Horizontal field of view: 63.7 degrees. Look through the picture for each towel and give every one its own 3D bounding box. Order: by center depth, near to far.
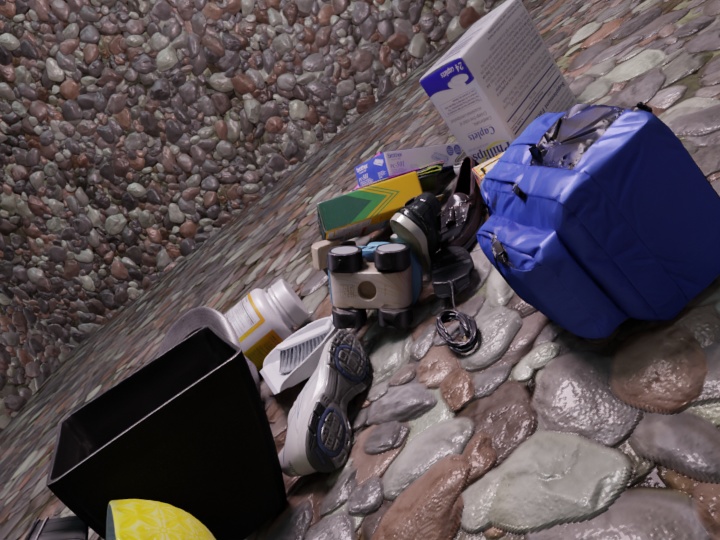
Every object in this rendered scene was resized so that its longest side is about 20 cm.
[{"bbox_3d":[0.050,-0.139,1.034,0.195,0.023,0.144,-19,-7,-4],"label":"towel"}]

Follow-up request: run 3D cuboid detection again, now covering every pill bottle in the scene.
[{"bbox_3d":[-0.183,0.109,0.961,0.199,0.110,0.109,-40,18,0],"label":"pill bottle"}]

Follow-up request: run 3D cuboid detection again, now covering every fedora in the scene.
[{"bbox_3d":[-0.209,0.162,0.841,0.176,0.090,0.202,-42,55,17],"label":"fedora"}]

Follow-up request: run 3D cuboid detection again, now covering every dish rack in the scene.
[{"bbox_3d":[-0.244,0.318,0.486,0.053,0.206,0.153,-5,-8,-24],"label":"dish rack"}]

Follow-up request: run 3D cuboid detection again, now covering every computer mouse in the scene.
[{"bbox_3d":[0.114,0.034,0.688,0.057,0.035,0.202,-16,30,14],"label":"computer mouse"}]

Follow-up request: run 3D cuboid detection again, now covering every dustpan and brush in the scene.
[{"bbox_3d":[-0.053,0.089,0.822,0.196,0.059,0.139,-25,12,-16],"label":"dustpan and brush"}]

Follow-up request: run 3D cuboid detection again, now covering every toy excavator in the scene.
[{"bbox_3d":[0.000,0.000,0.817,0.189,0.103,0.200,-1,16,16],"label":"toy excavator"}]

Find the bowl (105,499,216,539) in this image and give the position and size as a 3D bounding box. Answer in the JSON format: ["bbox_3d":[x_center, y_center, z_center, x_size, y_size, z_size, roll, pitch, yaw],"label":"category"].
[{"bbox_3d":[-0.139,0.278,0.454,0.105,0.207,0.199,-1,0,-27],"label":"bowl"}]

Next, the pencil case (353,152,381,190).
[{"bbox_3d":[0.029,-0.165,1.216,0.087,0.089,0.202,-24,25,38],"label":"pencil case"}]

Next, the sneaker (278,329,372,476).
[{"bbox_3d":[-0.046,0.146,0.672,0.086,0.075,0.202,-33,19,34],"label":"sneaker"}]

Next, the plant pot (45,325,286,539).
[{"bbox_3d":[-0.190,0.201,0.626,0.198,0.181,0.198,-32,15,-20],"label":"plant pot"}]

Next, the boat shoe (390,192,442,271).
[{"bbox_3d":[0.081,-0.055,0.778,0.067,0.074,0.200,-51,-17,-5],"label":"boat shoe"}]

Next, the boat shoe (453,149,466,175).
[{"bbox_3d":[0.234,-0.253,1.054,0.200,0.057,0.068,-44,19,-11],"label":"boat shoe"}]

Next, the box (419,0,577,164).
[{"bbox_3d":[0.220,-0.279,0.911,0.185,0.201,0.104,-48,20,-27],"label":"box"}]

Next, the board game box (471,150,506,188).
[{"bbox_3d":[0.235,-0.124,0.739,0.149,0.047,0.201,-27,21,10],"label":"board game box"}]

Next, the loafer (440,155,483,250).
[{"bbox_3d":[0.147,-0.097,0.858,0.071,0.063,0.202,-22,25,39],"label":"loafer"}]

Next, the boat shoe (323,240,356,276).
[{"bbox_3d":[-0.028,-0.019,1.009,0.073,0.075,0.200,-41,20,-7],"label":"boat shoe"}]

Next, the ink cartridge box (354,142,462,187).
[{"bbox_3d":[0.094,-0.194,1.071,0.196,0.046,0.093,-16,2,-37],"label":"ink cartridge box"}]

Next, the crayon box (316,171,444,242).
[{"bbox_3d":[0.027,-0.101,0.948,0.195,0.053,0.126,-18,-7,-6],"label":"crayon box"}]

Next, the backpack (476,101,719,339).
[{"bbox_3d":[0.188,-0.052,0.519,0.167,0.163,0.201,-40,19,6],"label":"backpack"}]
